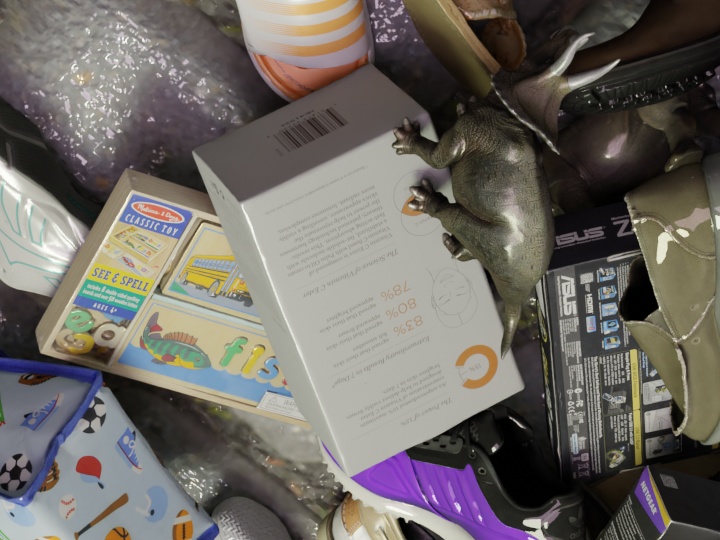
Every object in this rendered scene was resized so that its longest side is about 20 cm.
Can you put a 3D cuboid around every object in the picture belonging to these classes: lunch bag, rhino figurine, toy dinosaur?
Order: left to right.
[{"bbox_3d":[-0.217,0.139,1.524,0.200,0.124,0.170,3,139,38],"label":"lunch bag"},{"bbox_3d":[0.074,-0.040,1.319,0.077,0.102,0.200,-5,106,-33],"label":"toy dinosaur"},{"bbox_3d":[0.137,-0.052,1.434,0.200,0.088,0.060,-39,145,23],"label":"rhino figurine"}]

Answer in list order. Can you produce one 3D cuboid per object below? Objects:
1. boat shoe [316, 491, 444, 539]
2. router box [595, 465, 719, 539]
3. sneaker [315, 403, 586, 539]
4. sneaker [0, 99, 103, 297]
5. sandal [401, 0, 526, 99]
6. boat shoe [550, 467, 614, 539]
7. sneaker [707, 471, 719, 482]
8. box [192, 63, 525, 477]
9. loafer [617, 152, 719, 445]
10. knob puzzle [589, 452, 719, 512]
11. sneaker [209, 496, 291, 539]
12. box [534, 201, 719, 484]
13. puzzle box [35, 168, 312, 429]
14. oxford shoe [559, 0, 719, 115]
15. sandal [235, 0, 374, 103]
[{"bbox_3d":[0.068,0.212,1.568,0.200,0.075,0.068,34,135,-10],"label":"boat shoe"},{"bbox_3d":[0.226,0.211,1.461,0.200,0.052,0.157,16,122,-24],"label":"router box"},{"bbox_3d":[0.064,0.118,1.497,0.200,0.070,0.100,31,125,26],"label":"sneaker"},{"bbox_3d":[-0.211,-0.034,1.486,0.080,0.070,0.200,-38,107,21],"label":"sneaker"},{"bbox_3d":[0.058,-0.169,1.387,0.070,0.078,0.212,-50,122,-7],"label":"sandal"},{"bbox_3d":[0.148,0.222,1.534,0.074,0.073,0.200,-24,95,23],"label":"boat shoe"},{"bbox_3d":[0.288,0.152,1.503,0.200,0.070,0.082,-27,123,24],"label":"sneaker"},{"bbox_3d":[0.000,0.000,1.421,0.124,0.097,0.200,-26,119,-10],"label":"box"},{"bbox_3d":[0.179,0.017,1.340,0.070,0.075,0.200,-4,129,5],"label":"loafer"},{"bbox_3d":[0.221,0.201,1.573,0.219,0.030,0.220,2,103,10],"label":"knob puzzle"},{"bbox_3d":[-0.066,0.253,1.614,0.114,0.076,0.200,-32,103,21],"label":"sneaker"},{"bbox_3d":[0.188,0.037,1.435,0.161,0.049,0.200,-11,136,-1],"label":"box"},{"bbox_3d":[-0.085,0.021,1.485,0.200,0.025,0.133,17,119,-27],"label":"puzzle box"},{"bbox_3d":[0.187,-0.150,1.359,0.200,0.073,0.085,-27,82,-16],"label":"oxford shoe"},{"bbox_3d":[-0.043,-0.181,1.399,0.079,0.059,0.207,-5,116,10],"label":"sandal"}]
